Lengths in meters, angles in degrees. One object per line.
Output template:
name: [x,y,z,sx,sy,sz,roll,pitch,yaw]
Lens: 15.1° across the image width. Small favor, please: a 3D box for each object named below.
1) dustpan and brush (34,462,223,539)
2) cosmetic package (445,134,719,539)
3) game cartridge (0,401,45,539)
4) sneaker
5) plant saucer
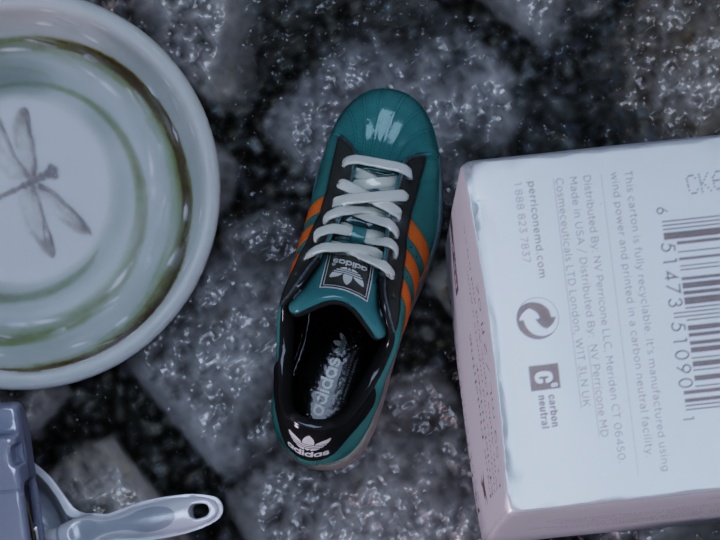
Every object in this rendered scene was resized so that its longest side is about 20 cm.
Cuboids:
dustpan and brush: [-0.165,0.136,1.356,0.199,0.057,0.140,-9,80,-1]
cosmetic package: [0.133,0.037,1.301,0.164,0.200,0.165,-6,80,-2]
game cartridge: [-0.215,0.169,1.324,0.133,0.041,0.201,-6,95,5]
sneaker: [0.000,0.000,1.368,0.071,0.080,0.201,11,80,2]
plant saucer: [-0.173,-0.041,1.378,0.199,0.050,0.201,-1,94,-13]
